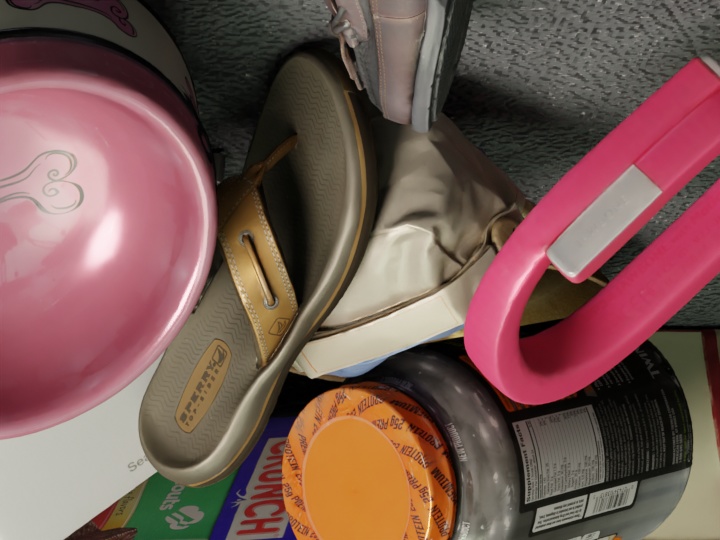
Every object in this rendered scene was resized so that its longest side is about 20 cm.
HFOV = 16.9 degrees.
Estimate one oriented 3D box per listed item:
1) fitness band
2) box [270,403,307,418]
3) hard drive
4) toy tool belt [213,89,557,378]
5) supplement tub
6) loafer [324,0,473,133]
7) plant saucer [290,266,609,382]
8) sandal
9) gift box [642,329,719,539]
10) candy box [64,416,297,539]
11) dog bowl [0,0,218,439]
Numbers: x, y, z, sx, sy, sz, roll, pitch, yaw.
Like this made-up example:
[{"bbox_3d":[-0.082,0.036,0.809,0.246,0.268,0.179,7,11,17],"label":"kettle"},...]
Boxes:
[{"bbox_3d":[0.127,-0.022,1.051,0.200,0.037,0.144,-42,158,-3],"label":"fitness band"},{"bbox_3d":[-0.016,0.130,1.414,0.198,0.108,0.148,-10,178,19],"label":"box"},{"bbox_3d":[-0.147,0.025,1.051,0.132,0.027,0.201,-35,128,-12],"label":"hard drive"},{"bbox_3d":[0.000,0.000,1.113,0.122,0.126,0.199,26,146,-37],"label":"toy tool belt"},{"bbox_3d":[0.062,0.092,1.189,0.122,0.123,0.199,-23,170,42],"label":"supplement tub"},{"bbox_3d":[0.010,-0.122,0.889,0.063,0.072,0.200,15,154,7],"label":"loafer"},{"bbox_3d":[0.039,0.014,1.271,0.198,0.036,0.200,-3,160,-1],"label":"plant saucer"},{"bbox_3d":[-0.054,0.001,1.033,0.054,0.082,0.201,9,116,-45],"label":"sandal"},{"bbox_3d":[0.204,0.143,1.423,0.183,0.188,0.200,-2,160,-5],"label":"gift box"},{"bbox_3d":[-0.083,0.147,1.266,0.198,0.078,0.169,-3,-156,18],"label":"candy box"},{"bbox_3d":[-0.144,-0.020,0.951,0.199,0.074,0.201,-14,127,-20],"label":"dog bowl"}]
